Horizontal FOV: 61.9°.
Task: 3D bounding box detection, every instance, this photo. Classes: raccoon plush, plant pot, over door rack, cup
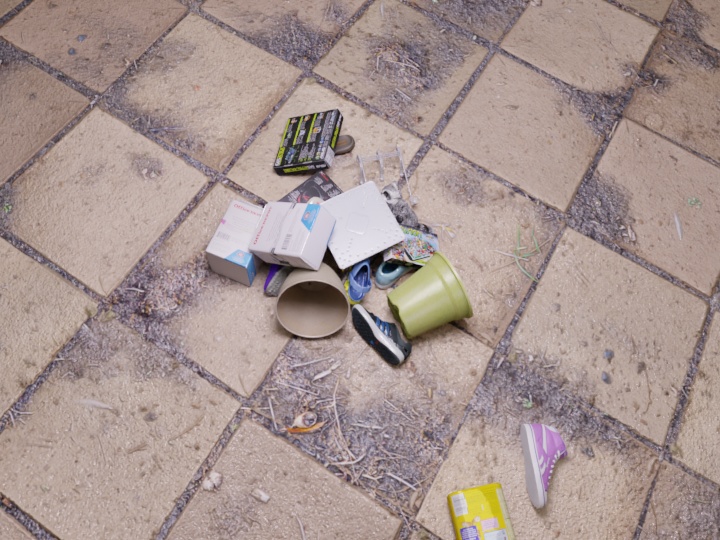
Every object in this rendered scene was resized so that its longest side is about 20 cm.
[{"bbox_3d":[0.129,-0.176,1.760,0.197,0.095,0.138,16,67,-45],"label":"raccoon plush"},{"bbox_3d":[0.174,0.081,1.616,0.181,0.201,0.203,-28,68,-5],"label":"plant pot"},{"bbox_3d":[0.076,-0.269,1.836,0.144,0.067,0.205,-12,71,-11],"label":"over door rack"},{"bbox_3d":[-0.128,0.057,1.609,0.194,0.204,0.145,0,39,-4],"label":"cup"}]

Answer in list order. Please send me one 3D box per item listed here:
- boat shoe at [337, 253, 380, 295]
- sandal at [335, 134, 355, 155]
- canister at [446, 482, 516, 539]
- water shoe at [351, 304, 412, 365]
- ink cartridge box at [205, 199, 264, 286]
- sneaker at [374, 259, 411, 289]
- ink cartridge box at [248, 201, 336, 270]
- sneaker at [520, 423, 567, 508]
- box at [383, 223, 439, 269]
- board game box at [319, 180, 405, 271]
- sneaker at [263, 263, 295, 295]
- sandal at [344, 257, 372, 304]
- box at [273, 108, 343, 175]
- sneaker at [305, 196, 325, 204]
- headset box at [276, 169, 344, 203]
[{"bbox_3d":[0.000,0.000,1.693,0.072,0.075,0.203,28,71,3],"label":"boat shoe"},{"bbox_3d":[-0.108,-0.384,1.880,0.196,0.055,0.083,-20,66,-8],"label":"sandal"},{"bbox_3d":[0.292,0.619,1.410,0.144,0.087,0.204,-8,64,-8],"label":"canister"},{"bbox_3d":[0.056,0.166,1.630,0.078,0.072,0.201,-32,76,-38],"label":"water shoe"},{"bbox_3d":[-0.326,-0.087,1.681,0.126,0.126,0.203,21,64,6],"label":"ink cartridge box"},{"bbox_3d":[0.118,-0.033,1.713,0.073,0.082,0.201,36,66,12],"label":"sneaker"},{"bbox_3d":[-0.179,-0.094,1.566,0.197,0.086,0.149,8,70,40],"label":"ink cartridge box"},{"bbox_3d":[0.470,0.485,1.497,0.111,0.073,0.205,4,64,-6],"label":"sneaker"},{"bbox_3d":[0.144,-0.065,1.690,0.197,0.034,0.113,11,66,-39],"label":"box"},{"bbox_3d":[-0.009,-0.121,1.612,0.196,0.026,0.203,-25,67,-12],"label":"board game box"},{"bbox_3d":[-0.218,-0.028,1.689,0.099,0.069,0.202,31,87,41],"label":"sneaker"},{"bbox_3d":[0.002,-0.012,1.619,0.078,0.087,0.206,3,83,-23],"label":"sandal"},{"bbox_3d":[-0.159,-0.393,1.842,0.189,0.048,0.204,-5,59,29],"label":"box"},{"bbox_3d":[-0.076,-0.120,1.674,0.070,0.093,0.202,-39,112,-20],"label":"sneaker"},{"bbox_3d":[-0.143,-0.178,1.767,0.199,0.075,0.149,-39,73,-20],"label":"headset box"}]
